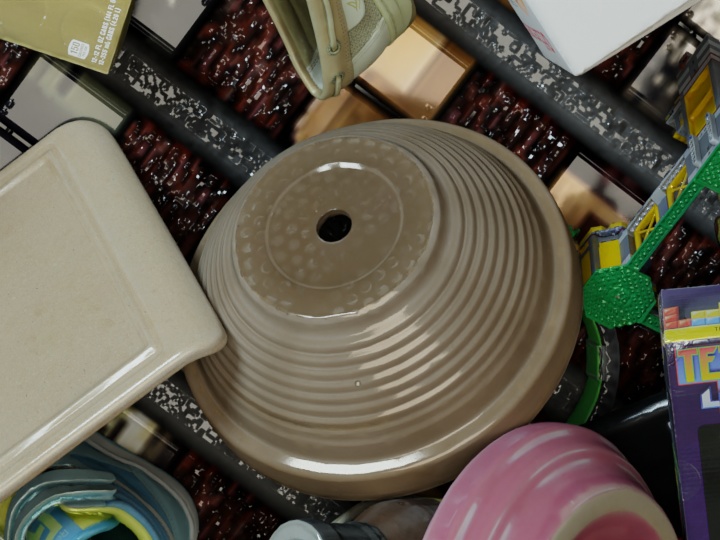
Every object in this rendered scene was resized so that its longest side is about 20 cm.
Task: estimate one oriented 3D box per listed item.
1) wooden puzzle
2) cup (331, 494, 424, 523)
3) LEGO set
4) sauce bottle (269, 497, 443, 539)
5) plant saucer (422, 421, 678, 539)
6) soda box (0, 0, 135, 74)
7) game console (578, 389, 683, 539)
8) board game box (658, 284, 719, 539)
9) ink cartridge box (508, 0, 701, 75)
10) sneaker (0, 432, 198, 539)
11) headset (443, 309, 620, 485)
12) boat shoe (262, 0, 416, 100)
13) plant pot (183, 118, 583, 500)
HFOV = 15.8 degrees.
[{"bbox_3d":[-0.176,0.036,1.257,0.200,0.185,0.037,-33,136,0],"label":"wooden puzzle"},{"bbox_3d":[-0.002,0.231,1.294,0.143,0.200,0.201,-31,101,32],"label":"cup"},{"bbox_3d":[0.204,-0.024,1.297,0.199,0.116,0.154,18,123,-11],"label":"LEGO set"},{"bbox_3d":[0.035,0.138,1.227,0.065,0.200,0.065,-7,79,39],"label":"sauce bottle"},{"bbox_3d":[0.095,0.173,1.211,0.051,0.200,0.201,4,103,38],"label":"plant saucer"},{"bbox_3d":[-0.122,-0.202,1.262,0.068,0.064,0.201,18,99,-5],"label":"soda box"},{"bbox_3d":[0.211,0.119,1.308,0.199,0.031,0.177,-24,114,16],"label":"game console"},{"bbox_3d":[0.249,0.082,1.237,0.199,0.057,0.166,-5,116,8],"label":"board game box"},{"bbox_3d":[0.101,-0.215,1.224,0.144,0.147,0.200,-33,99,4],"label":"ink cartridge box"},{"bbox_3d":[-0.174,0.105,1.281,0.199,0.131,0.080,25,98,-4],"label":"sneaker"},{"bbox_3d":[0.031,0.048,1.320,0.199,0.094,0.124,-3,97,-17],"label":"headset"},{"bbox_3d":[-0.045,-0.167,1.230,0.063,0.073,0.201,-49,134,-14],"label":"boat shoe"},{"bbox_3d":[0.000,0.000,1.233,0.200,0.093,0.201,-8,58,13],"label":"plant pot"}]
